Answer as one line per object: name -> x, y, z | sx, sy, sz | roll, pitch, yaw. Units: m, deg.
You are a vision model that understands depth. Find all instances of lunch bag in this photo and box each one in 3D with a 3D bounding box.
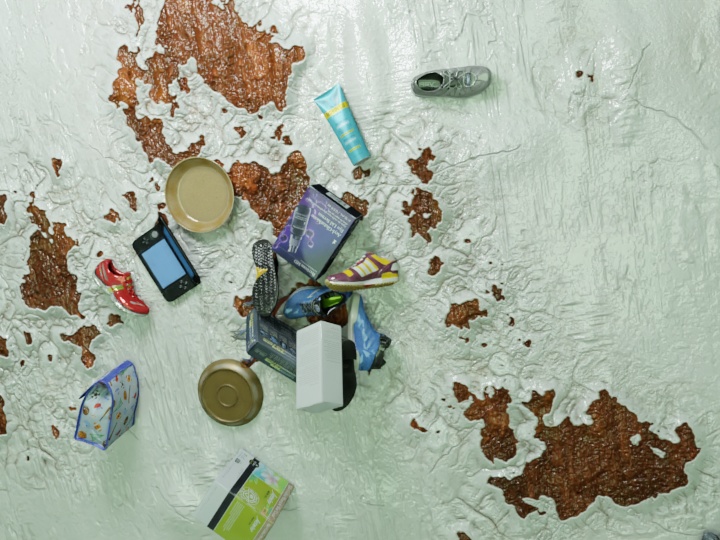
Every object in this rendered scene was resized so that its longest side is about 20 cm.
lunch bag -> -0.709, 0.368, 1.848 | 0.123, 0.170, 0.202 | 17, 104, 3

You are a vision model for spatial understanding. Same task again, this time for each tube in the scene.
tube -> -0.040, -0.363, 1.651 | 0.077, 0.050, 0.201 | -28, 88, 7

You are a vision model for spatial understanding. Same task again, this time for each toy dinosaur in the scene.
toy dinosaur -> -0.276, 0.170, 1.761 | 0.198, 0.105, 0.184 | -5, 102, 10

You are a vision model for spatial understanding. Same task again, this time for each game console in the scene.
game console -> -0.527, -0.027, 1.768 | 0.175, 0.116, 0.201 | -31, 92, 14

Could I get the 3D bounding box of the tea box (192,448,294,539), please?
tea box -> -0.315, 0.632, 1.800 | 0.196, 0.200, 0.134 | 35, 104, 2

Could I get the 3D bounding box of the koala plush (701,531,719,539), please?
koala plush -> 0.954, 0.653, 1.577 | 0.176, 0.184, 0.202 | 19, 91, 7

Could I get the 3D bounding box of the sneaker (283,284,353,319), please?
sneaker -> -0.118, 0.082, 1.713 | 0.198, 0.089, 0.079 | -22, 107, 17

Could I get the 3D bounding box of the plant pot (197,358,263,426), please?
plant pot -> -0.372, 0.350, 1.850 | 0.198, 0.027, 0.202 | 2, 100, 10

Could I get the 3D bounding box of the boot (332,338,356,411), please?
boot -> -0.075, 0.250, 1.708 | 0.069, 0.174, 0.202 | 9, 89, -29

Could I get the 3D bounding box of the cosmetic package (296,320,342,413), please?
cosmetic package -> -0.101, 0.237, 1.605 | 0.101, 0.071, 0.202 | -25, 57, 42

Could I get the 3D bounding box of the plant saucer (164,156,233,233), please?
plant saucer -> -0.427, -0.203, 1.757 | 0.198, 0.035, 0.203 | 2, 101, 11

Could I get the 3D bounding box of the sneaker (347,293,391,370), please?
sneaker -> 0.025, 0.161, 1.716 | 0.110, 0.077, 0.202 | 1, 82, -9

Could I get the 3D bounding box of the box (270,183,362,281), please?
box -> -0.111, -0.098, 1.678 | 0.147, 0.104, 0.201 | 34, 104, 3

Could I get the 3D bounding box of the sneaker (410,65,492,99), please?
sneaker -> 0.215, -0.445, 1.562 | 0.198, 0.082, 0.076 | -7, 99, 12

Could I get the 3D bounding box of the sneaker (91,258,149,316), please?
sneaker -> -0.662, 0.047, 1.831 | 0.200, 0.077, 0.085 | 43, 100, 1

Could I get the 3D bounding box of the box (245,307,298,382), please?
box -> -0.203, 0.197, 1.684 | 0.199, 0.158, 0.051 | 35, 109, -27

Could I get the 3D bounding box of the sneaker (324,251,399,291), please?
sneaker -> 0.000, 0.000, 1.664 | 0.198, 0.075, 0.091 | -4, 78, -23

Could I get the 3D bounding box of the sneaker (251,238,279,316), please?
sneaker -> -0.238, 0.024, 1.708 | 0.069, 0.090, 0.202 | -7, 76, 10
